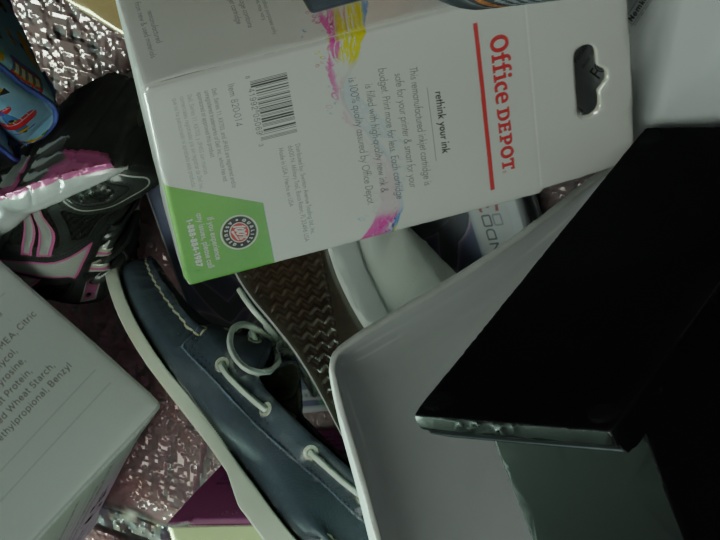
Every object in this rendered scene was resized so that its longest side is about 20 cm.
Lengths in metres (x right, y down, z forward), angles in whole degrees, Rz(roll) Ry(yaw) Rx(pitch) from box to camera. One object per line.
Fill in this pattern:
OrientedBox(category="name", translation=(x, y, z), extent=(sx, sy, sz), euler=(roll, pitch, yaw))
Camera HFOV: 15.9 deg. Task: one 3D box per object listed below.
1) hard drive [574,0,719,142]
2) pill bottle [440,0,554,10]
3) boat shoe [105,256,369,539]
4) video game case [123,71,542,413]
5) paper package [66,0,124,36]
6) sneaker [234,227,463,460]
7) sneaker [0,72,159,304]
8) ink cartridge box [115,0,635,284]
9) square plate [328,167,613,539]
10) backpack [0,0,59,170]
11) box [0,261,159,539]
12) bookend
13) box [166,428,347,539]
OrientedBox(category="hard drive", translation=(0.154, -0.096, 1.072), extent=(0.200, 0.027, 0.132), euler=(37, 128, 7))
OrientedBox(category="pill bottle", translation=(0.076, -0.153, 0.947), extent=(0.199, 0.106, 0.107), euler=(-3, 115, 38))
OrientedBox(category="boat shoe", translation=(-0.048, 0.061, 1.179), extent=(0.062, 0.075, 0.200), euler=(-41, 58, 5))
OrientedBox(category="video game case", translation=(-0.007, -0.019, 1.208), extent=(0.199, 0.023, 0.183), euler=(-6, 113, 32))
OrientedBox(category="paper package", translation=(-0.076, -0.207, 1.092), extent=(0.190, 0.103, 0.201), euler=(31, 126, 9))
OrientedBox(category="sneaker", translation=(0.000, 0.000, 1.167), extent=(0.073, 0.084, 0.201), euler=(-38, 73, 42))
OrientedBox(category="sneaker", translation=(-0.133, -0.029, 1.239), extent=(0.086, 0.081, 0.200), euler=(43, 153, -17))
OrientedBox(category="ink cartridge box", translation=(0.009, -0.079, 1.066), extent=(0.199, 0.068, 0.117), euler=(-14, 136, -5))
OrientedBox(category="square plate", translation=(0.064, 0.080, 1.119), extent=(0.028, 0.198, 0.201), euler=(10, 122, 43))
OrientedBox(category="backpack", translation=(-0.249, -0.133, 1.192), extent=(0.134, 0.183, 0.201), euler=(-33, 56, 11))
OrientedBox(category="box", translation=(-0.222, 0.121, 1.259), extent=(0.131, 0.200, 0.199), euler=(41, 153, 3))
OrientedBox(category="bookend", translation=(0.139, 0.077, 1.045), extent=(0.092, 0.199, 0.201), euler=(2, 127, 38))
OrientedBox(category="box", translation=(0.027, 0.184, 1.255), extent=(0.175, 0.097, 0.201), euler=(-4, 113, 31))
